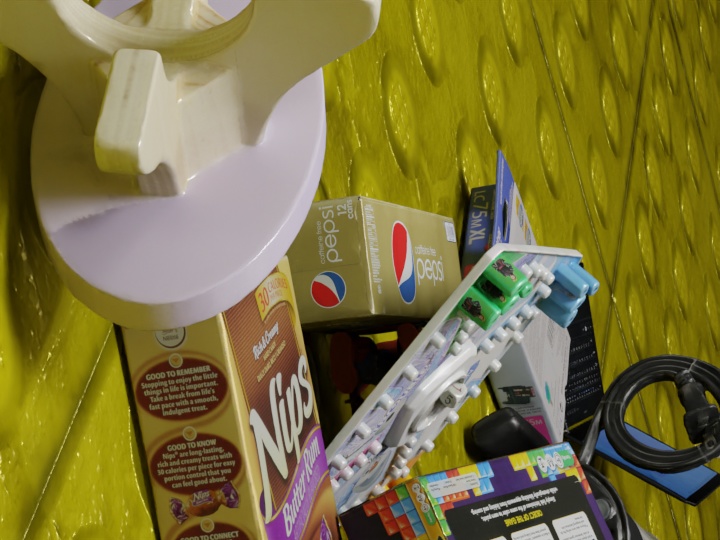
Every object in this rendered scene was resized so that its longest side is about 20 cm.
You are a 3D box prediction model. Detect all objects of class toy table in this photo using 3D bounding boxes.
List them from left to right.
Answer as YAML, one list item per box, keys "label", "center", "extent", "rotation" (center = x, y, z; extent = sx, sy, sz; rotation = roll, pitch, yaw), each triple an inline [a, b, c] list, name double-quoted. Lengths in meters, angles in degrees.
- label: "toy table"
  center: [-0.082, -0.088, 1.098]
  extent: [0.117, 0.183, 0.201]
  rotation: [87, -3, -52]

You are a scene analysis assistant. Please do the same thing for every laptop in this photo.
- label: "laptop"
  center: [0.220, 0.088, 2.108]
  extent: [0.177, 0.103, 0.201]
  rotation: [-8, 89, -74]

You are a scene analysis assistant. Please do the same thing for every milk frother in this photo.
- label: "milk frother"
  center: [0.183, 0.169, 1.775]
  extent: [0.188, 0.199, 0.181]
  rotation: [46, 35, -64]

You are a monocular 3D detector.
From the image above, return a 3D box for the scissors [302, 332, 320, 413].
- label: "scissors"
  center: [-0.037, -0.006, 1.446]
  extent: [0.073, 0.014, 0.201]
  rotation: [48, 37, -59]

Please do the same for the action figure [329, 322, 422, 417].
- label: "action figure"
  center: [0.022, 0.058, 1.508]
  extent: [0.200, 0.065, 0.052]
  rotation: [11, 66, -82]

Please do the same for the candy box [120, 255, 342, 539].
- label: "candy box"
  center: [-0.057, 0.101, 1.254]
  extent: [0.117, 0.056, 0.201]
  rotation: [-31, 110, -72]

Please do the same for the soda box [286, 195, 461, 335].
- label: "soda box"
  center: [0.000, 0.000, 1.430]
  extent: [0.200, 0.067, 0.064]
  rotation: [10, 73, -73]

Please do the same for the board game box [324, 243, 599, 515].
- label: "board game box"
  center: [0.043, 0.072, 1.404]
  extent: [0.026, 0.200, 0.200]
  rotation: [42, 11, 13]

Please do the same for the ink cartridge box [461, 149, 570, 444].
- label: "ink cartridge box"
  center: [0.109, 0.025, 1.879]
  extent: [0.120, 0.042, 0.201]
  rotation: [-81, 159, -46]

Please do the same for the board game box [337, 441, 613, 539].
- label: "board game box"
  center: [0.084, 0.182, 1.361]
  extent: [0.200, 0.057, 0.166]
  rotation: [-3, 68, -63]
